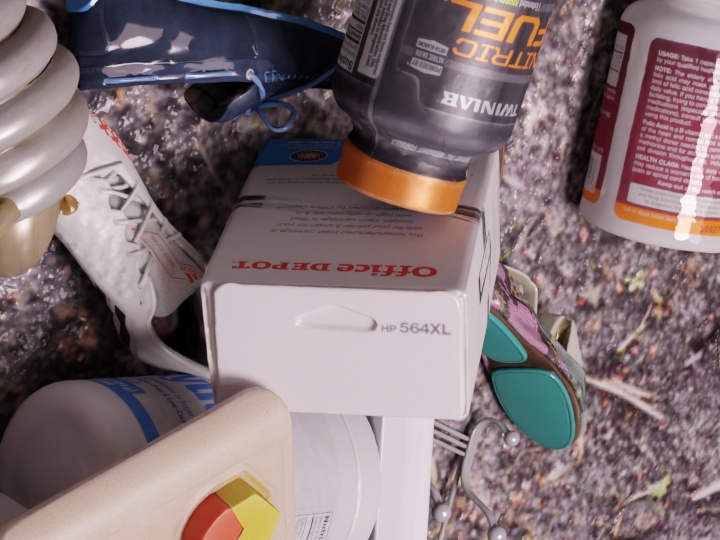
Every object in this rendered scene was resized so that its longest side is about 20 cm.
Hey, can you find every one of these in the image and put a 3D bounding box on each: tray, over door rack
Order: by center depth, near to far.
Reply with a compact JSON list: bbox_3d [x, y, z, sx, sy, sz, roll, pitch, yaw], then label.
[{"bbox_3d":[0.020,0.128,1.427,0.107,0.022,0.200,-28,123,-69],"label":"tray"},{"bbox_3d":[0.024,0.178,1.535,0.148,0.067,0.200,28,86,-47],"label":"over door rack"}]

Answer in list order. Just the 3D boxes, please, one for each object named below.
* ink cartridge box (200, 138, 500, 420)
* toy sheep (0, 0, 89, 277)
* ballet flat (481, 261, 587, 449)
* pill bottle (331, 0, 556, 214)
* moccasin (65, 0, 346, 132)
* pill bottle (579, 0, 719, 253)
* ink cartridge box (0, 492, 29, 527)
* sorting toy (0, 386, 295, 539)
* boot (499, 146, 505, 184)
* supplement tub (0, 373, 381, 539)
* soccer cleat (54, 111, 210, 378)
[{"bbox_3d":[0.000,0.000,1.312,0.200,0.146,0.084,-71,161,-61],"label":"ink cartridge box"},{"bbox_3d":[-0.204,-0.086,1.149,0.138,0.138,0.200,-34,123,-31],"label":"toy sheep"},{"bbox_3d":[0.112,0.046,1.578,0.200,0.069,0.071,51,50,-43],"label":"ballet flat"},{"bbox_3d":[0.048,-0.134,1.249,0.106,0.106,0.200,3,109,-46],"label":"pill bottle"},{"bbox_3d":[-0.084,-0.116,1.302,0.200,0.080,0.068,7,87,-34],"label":"moccasin"},{"bbox_3d":[0.226,-0.122,1.578,0.114,0.114,0.200,-1,108,-45],"label":"pill bottle"},{"bbox_3d":[-0.233,0.216,1.254,0.068,0.115,0.200,38,79,-48],"label":"ink cartridge box"},{"bbox_3d":[-0.105,0.182,1.242,0.185,0.036,0.200,-28,133,-29],"label":"sorting toy"},{"bbox_3d":[0.078,-0.113,1.471,0.075,0.074,0.200,-21,119,-50],"label":"boot"},{"bbox_3d":[-0.100,0.126,1.340,0.200,0.132,0.132,-2,108,-46],"label":"supplement tub"},{"bbox_3d":[-0.129,-0.016,1.284,0.069,0.085,0.200,-44,133,-23],"label":"soccer cleat"}]
